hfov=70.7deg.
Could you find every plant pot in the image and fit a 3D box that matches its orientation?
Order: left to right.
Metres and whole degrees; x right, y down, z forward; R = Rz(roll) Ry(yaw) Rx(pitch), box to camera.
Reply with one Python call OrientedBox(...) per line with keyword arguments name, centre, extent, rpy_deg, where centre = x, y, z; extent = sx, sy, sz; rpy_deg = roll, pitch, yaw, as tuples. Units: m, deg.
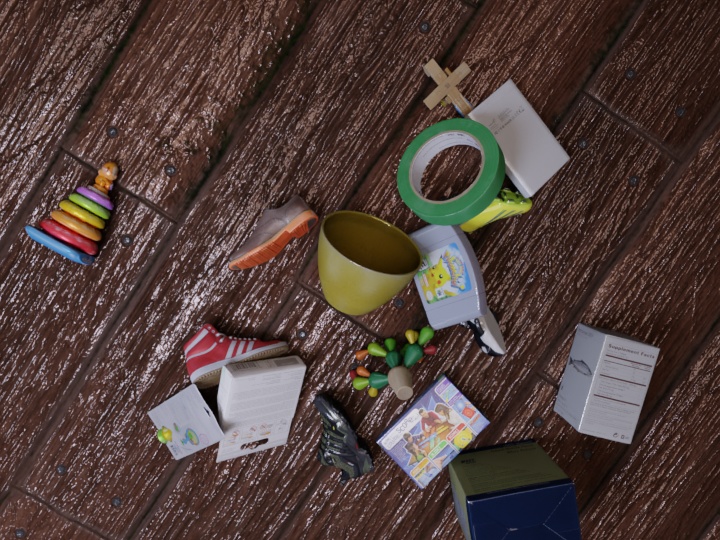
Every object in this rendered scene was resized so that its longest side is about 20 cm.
OrientedBox(name="plant pot", centre=(0.000, 0.000, 0.969), extent=(0.199, 0.200, 0.142), rpy_deg=(21, 122, -4))

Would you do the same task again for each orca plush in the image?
OrientedBox(name="orca plush", centre=(0.218, 0.091, 1.033), extent=(0.071, 0.105, 0.200), rpy_deg=(-29, 101, 32))

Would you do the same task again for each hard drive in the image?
OrientedBox(name="hard drive", centre=(0.311, -0.261, 1.004), extent=(0.132, 0.027, 0.200), rpy_deg=(-42, 96, -18))

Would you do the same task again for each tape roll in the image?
OrientedBox(name="tape roll", centre=(0.167, -0.185, 0.954), extent=(0.200, 0.048, 0.201), rpy_deg=(-11, 68, 28))

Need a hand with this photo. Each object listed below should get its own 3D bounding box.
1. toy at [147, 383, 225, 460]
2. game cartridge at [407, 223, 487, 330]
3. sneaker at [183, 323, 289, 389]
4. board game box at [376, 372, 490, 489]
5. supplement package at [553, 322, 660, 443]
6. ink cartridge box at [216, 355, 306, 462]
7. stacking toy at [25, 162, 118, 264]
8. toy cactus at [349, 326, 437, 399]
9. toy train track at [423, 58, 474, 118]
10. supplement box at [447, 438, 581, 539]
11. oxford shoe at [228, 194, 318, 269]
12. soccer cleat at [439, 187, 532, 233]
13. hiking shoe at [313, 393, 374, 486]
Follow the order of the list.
OrientedBox(name="toy", centre=(-0.334, 0.294, 0.999), extent=(0.200, 0.047, 0.115), rpy_deg=(-33, 88, 34))
OrientedBox(name="game cartridge", centre=(0.166, 0.005, 0.985), extent=(0.133, 0.040, 0.201), rpy_deg=(-24, 82, 36))
OrientedBox(name="sneaker", centre=(-0.251, 0.152, 1.017), extent=(0.199, 0.071, 0.113), rpy_deg=(-15, 53, -29))
OrientedBox(name="board game box", centre=(0.150, 0.332, 1.057), extent=(0.200, 0.034, 0.135), rpy_deg=(-44, 85, 2))
OrientedBox(name="supplement package", centre=(0.495, 0.224, 1.033), extent=(0.117, 0.117, 0.201), rpy_deg=(14, 94, -4))
OrientedBox(name="ink cartridge box", centre=(-0.204, 0.270, 1.008), extent=(0.160, 0.050, 0.201), rpy_deg=(-2, 118, -38))
OrientedBox(name="stacking toy", centre=(-0.522, -0.121, 0.974), extent=(0.110, 0.116, 0.200), rpy_deg=(29, 80, -5))
OrientedBox(name="toy cactus", centre=(0.070, 0.195, 0.996), extent=(0.199, 0.165, 0.102), rpy_deg=(-27, 116, 5))
OrientedBox(name="toy train track", centre=(0.194, -0.330, 1.011), extent=(0.115, 0.033, 0.200), rpy_deg=(-44, 102, -5))
OrientedBox(name="supplement box", centre=(0.292, 0.450, 1.004), extent=(0.199, 0.200, 0.135), rpy_deg=(-9, 95, -2))
OrientedBox(name="oxford shoe", centre=(-0.183, -0.073, 1.008), extent=(0.200, 0.071, 0.073), rpy_deg=(-34, 76, -3))
OrientedBox(name="soccer cleat", centre=(0.245, -0.116, 1.026), extent=(0.199, 0.065, 0.084), rpy_deg=(-7, 126, -6))
OrientedBox(name="hiking shoe", centre=(-0.054, 0.351, 1.042), extent=(0.100, 0.076, 0.200), rpy_deg=(-32, 97, -2))
